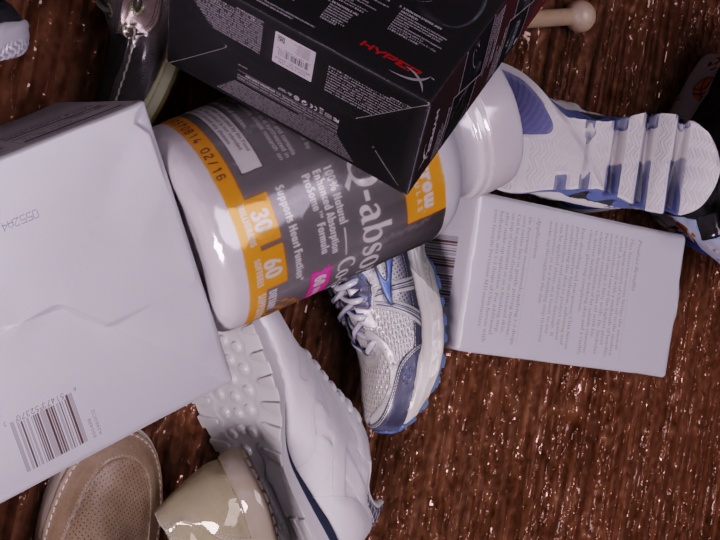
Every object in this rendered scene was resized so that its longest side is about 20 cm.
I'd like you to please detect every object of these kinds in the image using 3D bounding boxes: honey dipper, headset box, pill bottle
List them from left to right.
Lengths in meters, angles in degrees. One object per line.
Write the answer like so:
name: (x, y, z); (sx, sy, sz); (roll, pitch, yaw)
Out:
pill bottle: (-0.016, -0.055, 0.805); (0.199, 0.116, 0.117); (-24, 109, -22)
headset box: (0.015, -0.160, 0.764); (0.148, 0.077, 0.201); (29, 56, 10)
honey dipper: (0.086, -0.163, 0.965); (0.199, 0.038, 0.038); (-9, 100, -38)

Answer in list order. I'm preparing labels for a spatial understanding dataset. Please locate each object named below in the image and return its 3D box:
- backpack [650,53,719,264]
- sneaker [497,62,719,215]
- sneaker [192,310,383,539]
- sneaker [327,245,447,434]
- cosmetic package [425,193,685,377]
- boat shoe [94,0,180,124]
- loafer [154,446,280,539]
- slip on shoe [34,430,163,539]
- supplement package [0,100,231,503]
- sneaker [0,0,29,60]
backpack: (0.311, -0.068, 1.072); (0.190, 0.154, 0.201); (37, 79, -25)
sneaker: (0.127, -0.076, 0.981); (0.197, 0.115, 0.081); (14, 84, -7)
sneaker: (-0.042, 0.088, 0.883); (0.080, 0.076, 0.202); (-37, 122, -37)
sneaker: (0.000, 0.000, 0.905); (0.084, 0.077, 0.202); (1, 87, -28)
cosmetic package: (0.124, 0.010, 0.989); (0.199, 0.071, 0.103); (10, 89, -37)
boat shoe: (-0.116, -0.162, 0.782); (0.065, 0.072, 0.202); (17, 105, -24)
loafer: (-0.074, 0.198, 0.864); (0.068, 0.076, 0.202); (-15, 112, -8)
slip on shoe: (-0.150, 0.185, 0.811); (0.076, 0.060, 0.202); (24, 81, -36)
supplement package: (-0.191, 0.021, 0.731); (0.199, 0.110, 0.157); (-26, 110, -30)
sneaker: (-0.246, -0.163, 0.692); (0.198, 0.075, 0.115); (6, 94, -34)
